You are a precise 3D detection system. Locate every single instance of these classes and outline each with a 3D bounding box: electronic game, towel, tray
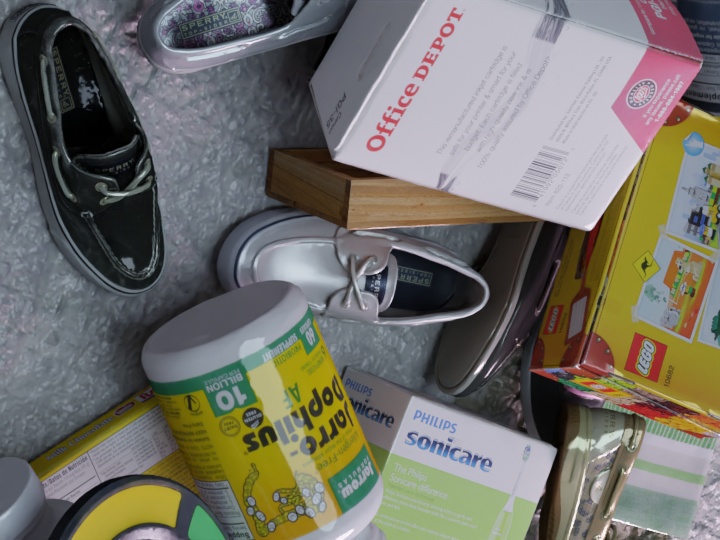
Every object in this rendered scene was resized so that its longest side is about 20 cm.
[{"bbox_3d":[-0.129,0.222,1.388,0.200,0.041,0.202,14,73,-54],"label":"electronic game"},{"bbox_3d":[0.230,0.099,1.779,0.152,0.023,0.201,16,93,-38],"label":"towel"},{"bbox_3d":[0.047,-0.057,1.558,0.199,0.098,0.037,-4,107,-35],"label":"tray"}]

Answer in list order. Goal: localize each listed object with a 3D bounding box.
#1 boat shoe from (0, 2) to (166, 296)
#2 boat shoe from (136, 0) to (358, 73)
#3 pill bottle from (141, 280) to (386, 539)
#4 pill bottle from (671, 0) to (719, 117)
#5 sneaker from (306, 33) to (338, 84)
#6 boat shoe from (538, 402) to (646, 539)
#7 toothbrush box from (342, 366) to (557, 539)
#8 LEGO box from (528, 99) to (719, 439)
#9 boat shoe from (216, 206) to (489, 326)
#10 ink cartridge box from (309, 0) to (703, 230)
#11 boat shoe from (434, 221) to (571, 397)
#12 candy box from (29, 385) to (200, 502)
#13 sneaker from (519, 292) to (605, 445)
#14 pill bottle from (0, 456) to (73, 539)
[{"bbox_3d":[-0.163,-0.067,1.427,0.071,0.064,0.201,-34,120,-24],"label":"boat shoe"},{"bbox_3d":[-0.043,-0.177,1.446,0.199,0.069,0.072,-16,96,-10],"label":"boat shoe"},{"bbox_3d":[-0.052,0.118,1.481,0.112,0.113,0.201,-30,107,-26],"label":"pill bottle"},{"bbox_3d":[0.284,-0.161,1.688,0.119,0.119,0.201,-21,114,-30],"label":"pill bottle"},{"bbox_3d":[0.014,-0.204,1.510,0.082,0.075,0.202,5,96,-29],"label":"sneaker"},{"bbox_3d":[0.164,0.184,1.691,0.062,0.074,0.201,3,129,-1],"label":"boat shoe"},{"bbox_3d":[0.030,0.188,1.620,0.145,0.086,0.201,21,91,-37],"label":"toothbrush box"},{"bbox_3d":[0.220,-0.002,1.593,0.148,0.077,0.201,22,79,-19],"label":"LEGO box"},{"bbox_3d":[0.000,0.000,1.560,0.199,0.065,0.074,0,103,-36],"label":"boat shoe"},{"bbox_3d":[0.089,-0.123,1.457,0.199,0.083,0.147,14,125,-27],"label":"ink cartridge box"},{"bbox_3d":[0.118,0.004,1.646,0.057,0.067,0.201,28,82,-32],"label":"boat shoe"},{"bbox_3d":[-0.138,0.132,1.522,0.199,0.026,0.103,-33,118,-24],"label":"candy box"},{"bbox_3d":[0.177,0.047,1.674,0.070,0.099,0.201,15,92,-28],"label":"sneaker"},{"bbox_3d":[-0.187,0.213,1.433,0.104,0.104,0.201,-39,121,-21],"label":"pill bottle"}]
